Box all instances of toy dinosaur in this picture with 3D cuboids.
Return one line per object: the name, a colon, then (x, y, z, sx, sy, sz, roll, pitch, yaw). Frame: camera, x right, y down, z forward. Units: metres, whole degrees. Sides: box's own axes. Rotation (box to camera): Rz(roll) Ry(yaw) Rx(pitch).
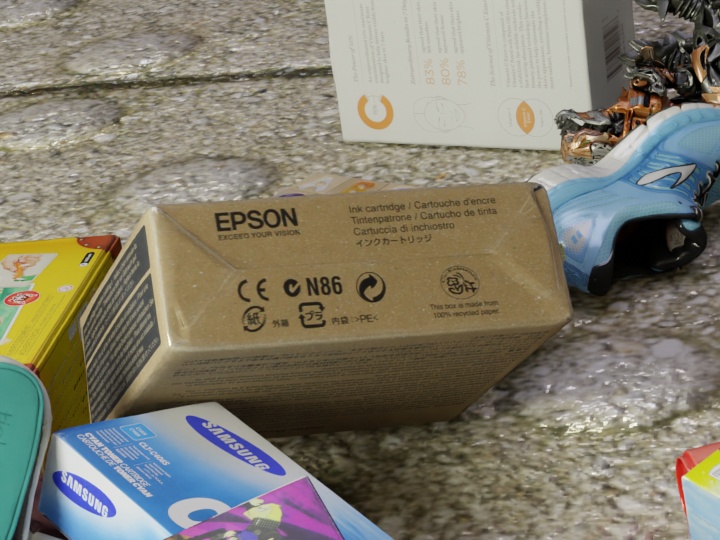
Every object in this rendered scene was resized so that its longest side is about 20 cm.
toy dinosaur: (0.224, -0.112, 1.458, 0.199, 0.102, 0.136, 2, 56, -26)

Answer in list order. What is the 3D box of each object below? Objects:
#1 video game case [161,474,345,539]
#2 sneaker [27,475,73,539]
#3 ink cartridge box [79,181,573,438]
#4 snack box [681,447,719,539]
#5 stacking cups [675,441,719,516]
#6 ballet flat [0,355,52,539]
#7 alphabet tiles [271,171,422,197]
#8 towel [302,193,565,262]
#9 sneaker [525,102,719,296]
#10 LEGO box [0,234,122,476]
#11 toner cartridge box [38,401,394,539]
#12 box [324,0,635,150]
video game case: (-0.061, 0.182, 0.797, 0.181, 0.036, 0.200, -23, 42, -10)
sneaker: (-0.160, 0.122, 1.052, 0.199, 0.076, 0.115, 18, 27, 28)
ink cartridge box: (-0.022, 0.024, 1.063, 0.199, 0.076, 0.165, -4, -18, -22)
snack box: (0.260, 0.090, 0.899, 0.200, 0.068, 0.168, -33, 42, -25)
stacking cups: (0.245, 0.083, 1.019, 0.199, 0.061, 0.061, -14, 22, -2)
ballet flat: (-0.181, 0.135, 0.949, 0.069, 0.069, 0.201, 2, 65, 23)
alphabet tiles: (-0.002, -0.022, 1.412, 0.199, 0.008, 0.167, 9, 28, 37)
towel: (0.000, 0.000, 1.185, 0.199, 0.037, 0.148, 5, -21, -42)
sneaker: (0.179, -0.032, 1.317, 0.200, 0.079, 0.090, -28, 48, -33)
LEGO box: (-0.218, 0.057, 1.204, 0.148, 0.078, 0.200, -4, 23, 11)
toner cartridge box: (-0.043, 0.125, 0.942, 0.095, 0.043, 0.200, -7, 30, -42)
box: (0.087, -0.161, 1.563, 0.199, 0.125, 0.097, 4, 25, 27)
